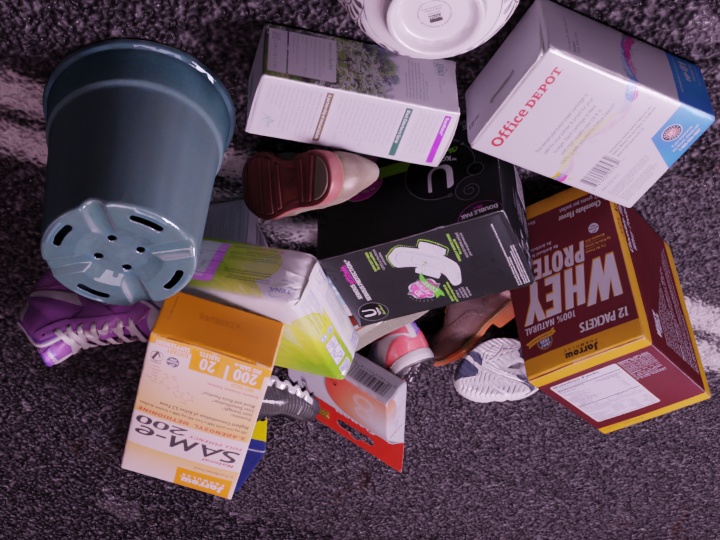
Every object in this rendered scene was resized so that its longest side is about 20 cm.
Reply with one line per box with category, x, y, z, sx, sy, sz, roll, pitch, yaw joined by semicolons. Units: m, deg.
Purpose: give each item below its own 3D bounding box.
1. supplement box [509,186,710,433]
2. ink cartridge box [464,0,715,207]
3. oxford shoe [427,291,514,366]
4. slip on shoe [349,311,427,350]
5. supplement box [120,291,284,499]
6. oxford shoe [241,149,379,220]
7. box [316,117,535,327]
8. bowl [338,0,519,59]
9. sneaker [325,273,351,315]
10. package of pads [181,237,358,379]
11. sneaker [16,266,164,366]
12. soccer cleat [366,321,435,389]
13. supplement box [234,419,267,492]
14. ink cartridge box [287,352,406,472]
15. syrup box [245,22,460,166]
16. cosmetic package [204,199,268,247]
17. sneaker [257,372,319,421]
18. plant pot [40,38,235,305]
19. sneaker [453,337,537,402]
supplement box;0.265;0.041;1.368;0.132;0.199;0.200;-23;147;25
ink cartridge box;0.221;-0.163;1.236;0.198;0.085;0.145;17;137;-22
oxford shoe;0.129;0.047;1.516;0.073;0.071;0.200;41;131;-6
slip on shoe;0.018;0.044;1.490;0.199;0.062;0.074;-29;159;8
supplement box;-0.163;0.130;1.277;0.125;0.074;0.201;16;128;-3
oxford shoe;-0.056;-0.089;1.292;0.074;0.071;0.199;-6;-173;-34
box;0.067;-0.052;1.314;0.198;0.150;0.125;-15;138;15
bowl;0.066;-0.255;1.116;0.199;0.095;0.202;-1;140;-1
sneaker;0.000;0.000;1.438;0.198;0.074;0.082;-18;126;8
package of pads;-0.114;0.035;1.320;0.198;0.069;0.155;9;148;27
sneaker;-0.276;0.065;1.324;0.199;0.115;0.073;14;150;30
soccer cleat;0.034;0.116;1.594;0.068;0.074;0.200;-14;164;-24
supplement box;-0.176;0.145;1.505;0.109;0.201;0.109;15;140;-18
ink cartridge box;-0.020;0.176;1.600;0.161;0.050;0.201;29;142;24
syrup box;-0.007;-0.170;1.227;0.198;0.079;0.082;10;139;-13
cosmetic package;-0.208;-0.011;1.420;0.198;0.075;0.102;-10;139;9
sneaker;-0.138;0.150;1.405;0.199;0.091;0.066;22;167;-31
plant pot;-0.227;-0.087;1.233;0.198;0.197;0.201;0;139;0
sneaker;0.176;0.130;1.553;0.198;0.080;0.130;-26;166;-35
